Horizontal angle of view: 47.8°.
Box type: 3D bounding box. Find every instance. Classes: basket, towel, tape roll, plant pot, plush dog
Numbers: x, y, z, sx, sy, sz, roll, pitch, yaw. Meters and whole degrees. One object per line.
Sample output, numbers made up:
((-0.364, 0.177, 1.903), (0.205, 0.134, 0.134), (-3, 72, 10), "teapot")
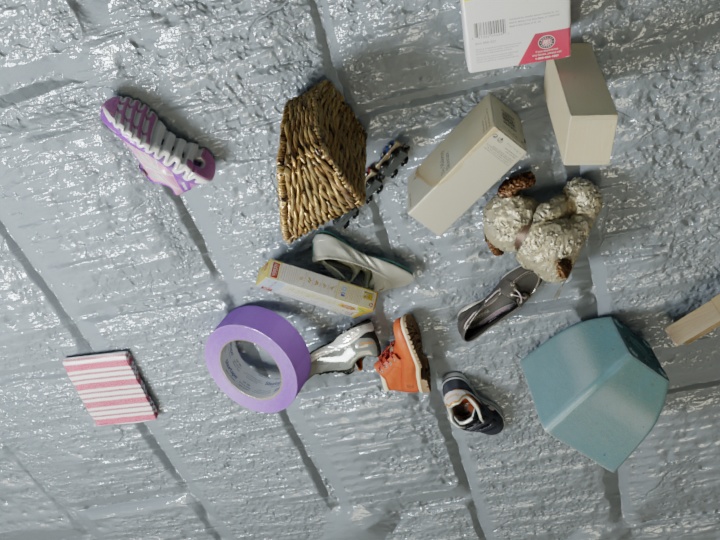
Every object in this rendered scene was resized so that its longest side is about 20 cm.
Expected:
((-0.084, -0.168, 1.197), (0.147, 0.202, 0.143), (-25, 127, 23), "basket")
((-0.514, 0.244, 1.684), (0.143, 0.030, 0.203), (-7, 127, 8), "towel")
((-0.194, 0.169, 1.536), (0.196, 0.066, 0.204), (12, 125, 17), "tape roll")
((0.449, 0.207, 1.509), (0.195, 0.197, 0.201), (32, 115, -23), "plant pot")
((0.278, -0.062, 1.326), (0.169, 0.161, 0.203), (27, 130, 14), "plush dog")

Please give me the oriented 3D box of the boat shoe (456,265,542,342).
((0.256, 0.063, 1.473), (0.066, 0.058, 0.199), (35, 124, -24), "boat shoe")

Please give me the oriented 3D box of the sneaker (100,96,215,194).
((-0.329, -0.187, 1.279), (0.199, 0.082, 0.088), (36, 131, -26), "sneaker")

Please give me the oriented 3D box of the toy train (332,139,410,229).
((0.015, -0.142, 1.319), (0.034, 0.046, 0.200), (21, 132, -30), "toy train")

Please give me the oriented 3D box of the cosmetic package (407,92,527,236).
((0.160, -0.162, 1.257), (0.072, 0.105, 0.200), (32, 124, -22), "cosmetic package")

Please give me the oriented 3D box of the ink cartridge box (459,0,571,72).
((0.202, -0.383, 1.079), (0.142, 0.084, 0.203), (-6, 130, 7), "ink cartridge box")

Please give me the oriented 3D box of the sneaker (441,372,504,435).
((0.230, 0.296, 1.660), (0.078, 0.080, 0.200), (-31, 124, 25), "sneaker")

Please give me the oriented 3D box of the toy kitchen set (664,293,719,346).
((0.696, 0.135, 1.457), (0.180, 0.203, 0.162), (-39, 161, 31), "toy kitchen set")

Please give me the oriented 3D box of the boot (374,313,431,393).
((0.072, 0.166, 1.562), (0.105, 0.076, 0.203), (-3, 132, 12), "boot")

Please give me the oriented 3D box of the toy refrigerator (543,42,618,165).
((0.303, -0.234, 1.124), (0.068, 0.202, 0.077), (-1, 131, 3), "toy refrigerator")

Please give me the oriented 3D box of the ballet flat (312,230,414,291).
((0.000, 0.000, 1.421), (0.197, 0.070, 0.070), (25, 128, -17), "ballet flat")

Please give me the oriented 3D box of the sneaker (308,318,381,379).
((-0.045, 0.170, 1.550), (0.198, 0.074, 0.080), (-32, 84, 28), "sneaker")

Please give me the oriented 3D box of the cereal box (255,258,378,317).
((-0.080, 0.033, 1.425), (0.196, 0.040, 0.144), (19, 169, -13), "cereal box")
